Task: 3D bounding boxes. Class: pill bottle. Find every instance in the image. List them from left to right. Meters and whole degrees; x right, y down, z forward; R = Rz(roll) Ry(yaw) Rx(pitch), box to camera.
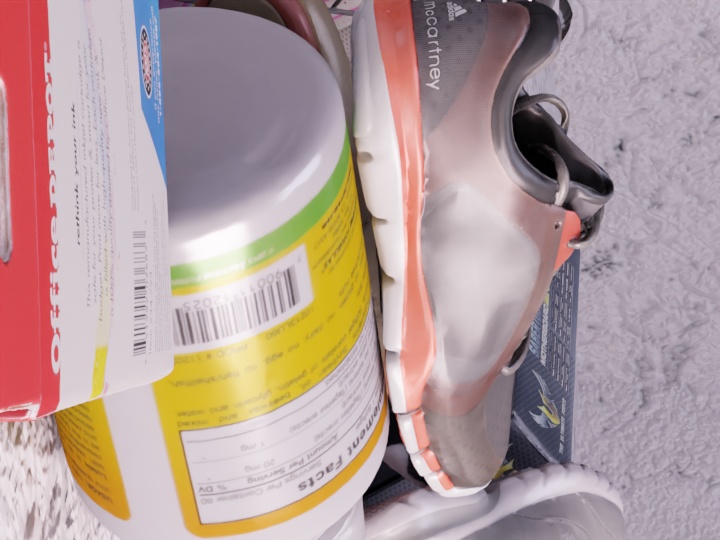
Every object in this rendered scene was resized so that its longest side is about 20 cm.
[{"bbox_3d":[-0.049,0.024,0.895,0.111,0.110,0.201,-83,169,-47],"label":"pill bottle"}]

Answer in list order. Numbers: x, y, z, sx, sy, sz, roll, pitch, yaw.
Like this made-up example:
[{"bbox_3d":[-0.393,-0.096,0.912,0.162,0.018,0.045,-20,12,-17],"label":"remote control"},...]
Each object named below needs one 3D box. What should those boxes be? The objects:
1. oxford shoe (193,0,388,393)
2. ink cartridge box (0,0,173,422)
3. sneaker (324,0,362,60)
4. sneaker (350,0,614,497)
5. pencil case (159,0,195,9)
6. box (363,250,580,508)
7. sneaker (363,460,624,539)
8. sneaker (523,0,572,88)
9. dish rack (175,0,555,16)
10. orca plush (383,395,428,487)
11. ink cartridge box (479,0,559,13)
[{"bbox_3d":[-0.014,-0.035,0.962,0.075,0.070,0.201,-47,145,-33],"label":"oxford shoe"},{"bbox_3d":[-0.100,-0.023,0.694,0.200,0.067,0.117,-6,94,-82],"label":"ink cartridge box"},{"bbox_3d":[-0.023,-0.134,1.190,0.201,0.081,0.088,66,14,16],"label":"sneaker"},{"bbox_3d":[0.045,-0.004,0.902,0.077,0.081,0.201,-94,176,-48],"label":"sneaker"},{"bbox_3d":[-0.046,-0.121,1.047,0.088,0.087,0.201,78,14,-54],"label":"pencil case"},{"bbox_3d":[0.028,0.053,1.293,0.051,0.157,0.200,47,29,-26],"label":"box"},{"bbox_3d":[0.049,0.127,1.090,0.200,0.074,0.082,-2,73,-58],"label":"sneaker"},{"bbox_3d":[0.041,-0.054,1.405,0.104,0.199,0.060,55,5,-24],"label":"sneaker"},{"bbox_3d":[-0.009,-0.161,0.981,0.055,0.199,0.154,145,-52,-63],"label":"dish rack"},{"bbox_3d":[0.000,0.000,1.082,0.200,0.071,0.105,54,15,-9],"label":"orca plush"},{"bbox_3d":[0.018,-0.206,1.300,0.083,0.146,0.201,-81,166,-60],"label":"ink cartridge box"}]
